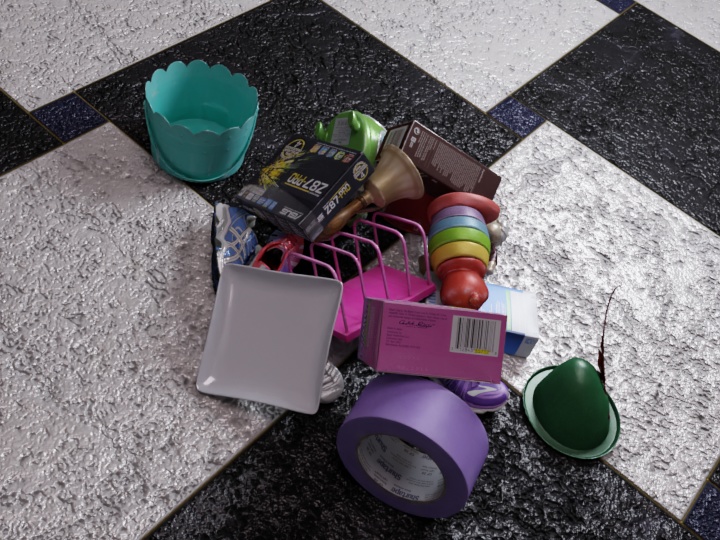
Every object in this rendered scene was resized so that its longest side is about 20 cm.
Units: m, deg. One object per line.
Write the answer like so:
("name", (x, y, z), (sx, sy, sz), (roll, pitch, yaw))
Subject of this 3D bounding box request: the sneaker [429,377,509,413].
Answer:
("sneaker", (0.151, 0.150, 1.414), (0.199, 0.084, 0.081), (34, 50, 13))

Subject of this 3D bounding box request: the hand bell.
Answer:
("hand bell", (-0.004, -0.106, 1.437), (0.199, 0.104, 0.104), (-37, 66, -17))

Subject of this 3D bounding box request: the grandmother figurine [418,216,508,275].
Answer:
("grandmother figurine", (0.200, -0.038, 1.608), (0.199, 0.061, 0.121), (-35, 75, -33))

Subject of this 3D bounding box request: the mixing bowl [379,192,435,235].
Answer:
("mixing bowl", (0.121, -0.174, 1.668), (0.198, 0.109, 0.202), (8, 50, -9))

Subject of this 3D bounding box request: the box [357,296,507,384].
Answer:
("box", (0.097, 0.097, 1.278), (0.174, 0.200, 0.098), (7, 88, -7))

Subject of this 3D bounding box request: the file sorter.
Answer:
("file sorter", (0.000, 0.000, 1.438), (0.199, 0.127, 0.138), (-28, 31, -33))

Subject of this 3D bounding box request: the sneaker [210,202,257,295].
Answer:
("sneaker", (-0.209, -0.032, 1.475), (0.076, 0.076, 0.202), (5, 54, -14))

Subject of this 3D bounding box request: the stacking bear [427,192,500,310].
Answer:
("stacking bear", (0.167, -0.018, 1.470), (0.113, 0.121, 0.202), (27, 49, -36))

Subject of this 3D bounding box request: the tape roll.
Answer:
("tape roll", (0.072, 0.244, 1.231), (0.199, 0.201, 0.085), (28, 49, 9))

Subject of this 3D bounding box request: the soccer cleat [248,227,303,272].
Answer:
("soccer cleat", (-0.135, -0.028, 1.474), (0.066, 0.077, 0.200), (35, 38, -2))

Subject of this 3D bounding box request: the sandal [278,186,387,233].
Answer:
("sandal", (-0.048, -0.109, 1.513), (0.199, 0.058, 0.080), (-15, 60, -3))

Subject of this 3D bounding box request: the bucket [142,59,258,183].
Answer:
("bucket", (-0.291, -0.267, 1.613), (0.205, 0.135, 0.209), (7, 48, -8))

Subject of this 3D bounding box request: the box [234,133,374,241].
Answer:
("box", (-0.094, -0.141, 1.454), (0.162, 0.049, 0.199), (-50, 40, -13))

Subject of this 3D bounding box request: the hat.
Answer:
("hat", (0.357, 0.165, 1.394), (0.164, 0.177, 0.201), (-8, 53, -22))

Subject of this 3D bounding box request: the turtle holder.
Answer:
("turtle holder", (-0.003, -0.188, 1.594), (0.131, 0.140, 0.187), (14, 55, -42))

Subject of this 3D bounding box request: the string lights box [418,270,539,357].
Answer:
("string lights box", (0.199, 0.073, 1.509), (0.198, 0.059, 0.103), (12, 48, -5))

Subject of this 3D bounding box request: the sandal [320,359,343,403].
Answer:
("sandal", (-0.109, 0.130, 1.386), (0.082, 0.050, 0.203), (-36, 79, -20))

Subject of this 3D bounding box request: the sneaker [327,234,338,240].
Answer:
("sneaker", (-0.106, -0.131, 1.588), (0.078, 0.078, 0.200), (-28, 63, -35))

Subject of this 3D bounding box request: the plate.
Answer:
("plate", (-0.134, 0.101, 1.334), (0.198, 0.032, 0.202), (8, 79, 15))

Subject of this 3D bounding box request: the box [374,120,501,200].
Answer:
("box", (0.134, -0.175, 1.539), (0.199, 0.100, 0.076), (27, 80, -23))
